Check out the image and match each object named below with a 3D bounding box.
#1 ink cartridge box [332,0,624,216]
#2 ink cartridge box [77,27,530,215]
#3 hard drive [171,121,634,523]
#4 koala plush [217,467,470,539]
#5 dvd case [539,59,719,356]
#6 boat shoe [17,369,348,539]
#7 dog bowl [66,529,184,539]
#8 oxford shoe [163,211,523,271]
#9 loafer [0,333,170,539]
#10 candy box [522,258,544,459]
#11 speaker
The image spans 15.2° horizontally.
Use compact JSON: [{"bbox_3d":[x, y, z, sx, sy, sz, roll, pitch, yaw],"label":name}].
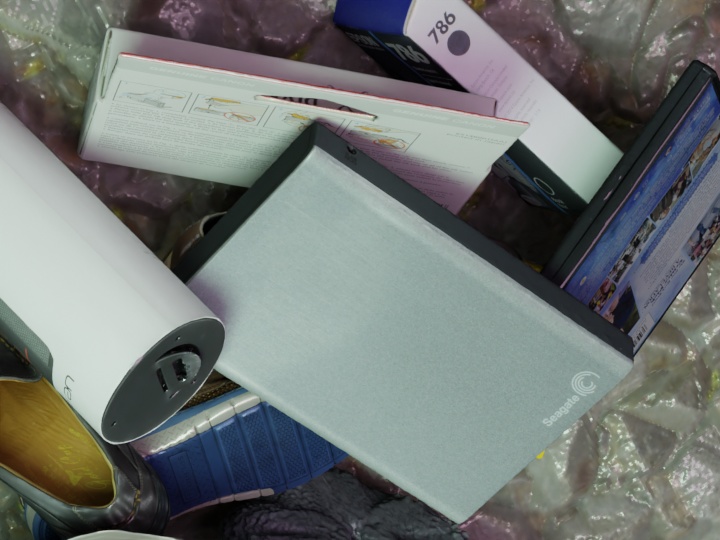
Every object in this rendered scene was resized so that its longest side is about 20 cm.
[{"bbox_3d":[0.054,-0.102,1.404,0.200,0.099,0.039,43,81,-22],"label":"ink cartridge box"},{"bbox_3d":[-0.030,-0.080,1.320,0.199,0.176,0.045,10,74,-10],"label":"ink cartridge box"},{"bbox_3d":[0.016,0.029,1.327,0.199,0.033,0.140,33,123,-19],"label":"hard drive"},{"bbox_3d":[-0.024,0.229,1.440,0.176,0.184,0.201,3,123,-32],"label":"koala plush"},{"bbox_3d":[0.154,-0.021,1.427,0.018,0.200,0.143,34,86,20],"label":"dvd case"},{"bbox_3d":[-0.086,0.079,1.404,0.199,0.072,0.073,-19,131,-13],"label":"boat shoe"},{"bbox_3d":[-0.103,0.219,1.273,0.199,0.059,0.201,0,88,1],"label":"dog bowl"},{"bbox_3d":[0.000,0.000,1.383,0.199,0.073,0.072,-2,61,-20],"label":"oxford shoe"},{"bbox_3d":[-0.177,0.063,1.330,0.200,0.072,0.073,35,77,14],"label":"loafer"},{"bbox_3d":[0.029,0.025,1.465,0.199,0.026,0.103,20,92,-22],"label":"candy box"},{"bbox_3d":[-0.156,-0.010,1.299,0.081,0.081,0.200,-45,69,-5],"label":"speaker"}]
